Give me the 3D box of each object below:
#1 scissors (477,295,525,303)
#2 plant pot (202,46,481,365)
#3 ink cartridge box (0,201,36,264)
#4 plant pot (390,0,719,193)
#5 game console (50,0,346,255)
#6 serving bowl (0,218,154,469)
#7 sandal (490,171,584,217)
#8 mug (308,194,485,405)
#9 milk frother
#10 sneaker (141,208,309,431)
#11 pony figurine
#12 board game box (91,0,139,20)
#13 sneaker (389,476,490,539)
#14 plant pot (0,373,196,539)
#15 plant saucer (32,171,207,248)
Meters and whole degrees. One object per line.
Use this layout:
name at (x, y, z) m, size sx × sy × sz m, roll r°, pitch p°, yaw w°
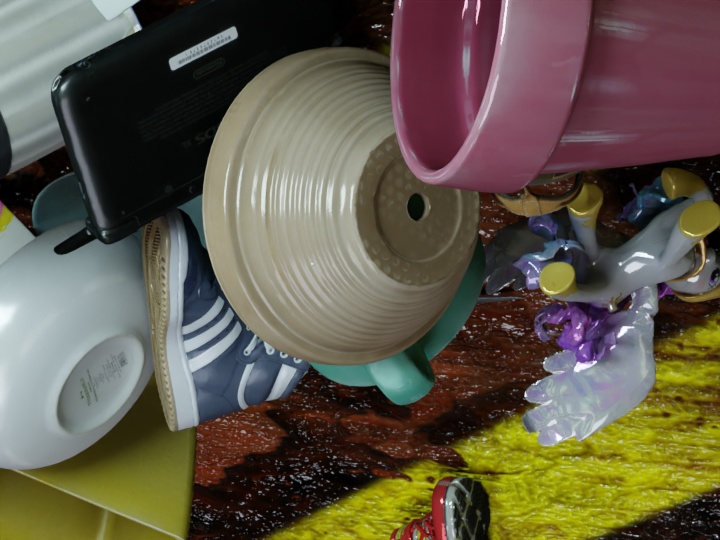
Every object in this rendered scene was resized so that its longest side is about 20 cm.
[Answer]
scissors at (0.031, 0.028, 1.819) m, size 0.199 × 0.014 × 0.073 m, roll 4°, pitch 145°, yaw 13°
plant pot at (0.009, -0.040, 1.475) m, size 0.201 × 0.202 × 0.092 m, roll 36°, pitch 160°, yaw -33°
ink cartridge box at (-0.299, 0.003, 1.738) m, size 0.200 × 0.116 × 0.067 m, roll 46°, pitch 141°, yaw -6°
plant pot at (0.129, -0.138, 1.365) m, size 0.178 × 0.201 × 0.200 m, roll 6°, pitch 151°, yaw -18°
game console at (-0.114, -0.105, 1.531) m, size 0.116 × 0.199 × 0.177 m, roll 33°, pitch 146°, yaw 48°
serving bowl at (-0.208, 0.064, 1.710) m, size 0.066 × 0.200 × 0.200 m, roll 34°, pitch 159°, yaw 28°
sandal at (0.106, -0.063, 1.505) m, size 0.081 × 0.055 × 0.200 m, roll -2°, pitch -174°, yaw -1°
mug at (0.003, -0.009, 1.618) m, size 0.185 × 0.152 × 0.114 m, roll 23°, pitch 162°, yaw 48°
milk frother at (-0.260, -0.159, 1.490) m, size 0.180 × 0.188 × 0.201 m, roll 35°, pitch 145°, yaw 39°
sneaker at (-0.093, 0.025, 1.680) m, size 0.108 × 0.070 × 0.201 m, roll -11°, pitch 135°, yaw -11°
pony figurine at (0.170, 0.006, 1.601) m, size 0.192 × 0.167 × 0.200 m, roll -23°, pitch 159°, yaw 9°
board game box at (-0.058, -0.231, 1.253) m, size 0.147 × 0.200 × 0.064 m, roll -26°, pitch 106°, yaw 46°
sneaker at (0.066, 0.241, 2.086) m, size 0.084 × 0.077 × 0.200 m, roll 13°, pitch 149°, yaw 11°
plant pot at (-0.239, 0.123, 1.906) m, size 0.199 × 0.177 × 0.200 m, roll 25°, pitch 152°, yaw -19°
plant saucer at (-0.142, -0.032, 1.763) m, size 0.200 × 0.039 × 0.201 m, roll 10°, pitch 148°, yaw 6°
